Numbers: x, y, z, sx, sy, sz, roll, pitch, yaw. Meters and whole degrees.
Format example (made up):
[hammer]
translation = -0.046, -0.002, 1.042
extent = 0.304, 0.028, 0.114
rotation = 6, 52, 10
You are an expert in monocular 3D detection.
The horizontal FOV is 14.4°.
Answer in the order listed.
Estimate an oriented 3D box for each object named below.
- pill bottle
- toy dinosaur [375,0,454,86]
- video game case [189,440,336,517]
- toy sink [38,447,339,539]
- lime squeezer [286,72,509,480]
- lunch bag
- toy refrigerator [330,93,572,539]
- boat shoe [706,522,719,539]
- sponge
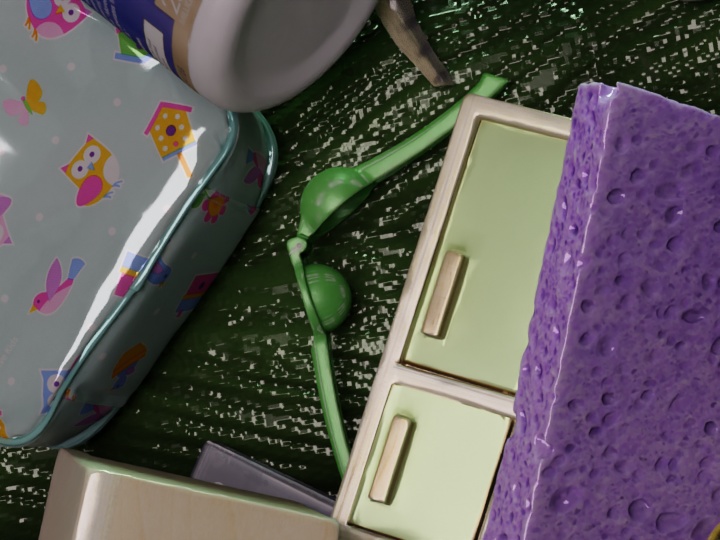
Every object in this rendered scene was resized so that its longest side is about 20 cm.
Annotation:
[pill bottle]
translation = -0.091, -0.166, 1.232
extent = 0.200, 0.116, 0.116
rotation = 38, 97, 24
[toy dinosaur]
translation = -0.010, -0.179, 1.280
extent = 0.088, 0.047, 0.200
rotation = -5, 85, 12
[video game case]
translation = -0.010, 0.179, 1.250
extent = 0.200, 0.019, 0.143
rotation = 24, 92, 21
[toy sink]
translation = -0.081, 0.152, 1.198
extent = 0.112, 0.200, 0.130
rotation = 13, 86, -9
[lime squeezer]
translation = 0.000, 0.000, 1.263
extent = 0.071, 0.038, 0.200
rotation = 19, 87, -7
[lunch bag]
translation = -0.142, -0.033, 1.290
extent = 0.160, 0.077, 0.200
rotation = 36, 96, 21
[toy refrigerator]
translation = 0.056, 0.033, 1.207
extent = 0.076, 0.070, 0.200
rotation = 16, 84, 20
[boat shoe]
translation = 0.156, 0.123, 1.117
extent = 0.200, 0.072, 0.072
rotation = -7, 118, 9
[sponge]
translation = 0.120, 0.032, 1.175
extent = 0.030, 0.112, 0.200
rotation = 7, 84, 57
